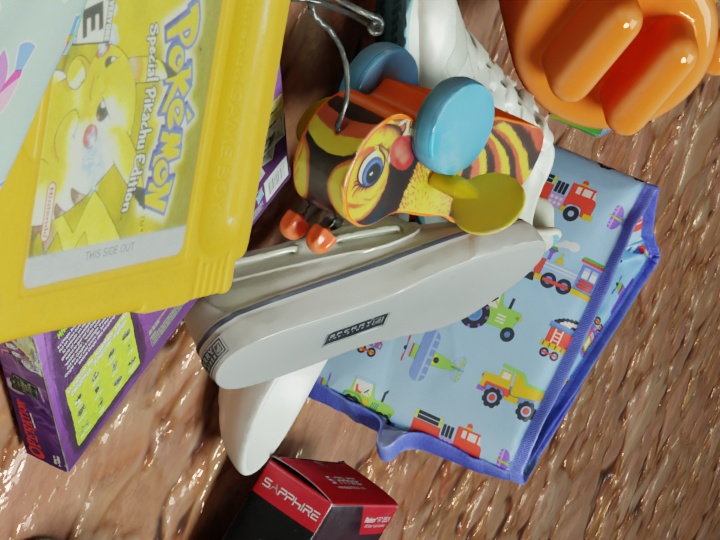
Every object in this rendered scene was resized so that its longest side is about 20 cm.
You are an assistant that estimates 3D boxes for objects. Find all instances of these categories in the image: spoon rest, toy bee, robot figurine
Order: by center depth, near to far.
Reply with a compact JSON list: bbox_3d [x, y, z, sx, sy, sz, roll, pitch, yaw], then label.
[{"bbox_3d":[0.005,-0.057,1.048,0.200,0.131,0.109,27,92,-34],"label":"toy bee"},{"bbox_3d":[-0.023,0.018,1.163,0.099,0.061,0.200,-12,123,-75],"label":"spoon rest"},{"bbox_3d":[0.136,-0.155,1.229,0.200,0.144,0.117,-96,180,-55],"label":"robot figurine"}]

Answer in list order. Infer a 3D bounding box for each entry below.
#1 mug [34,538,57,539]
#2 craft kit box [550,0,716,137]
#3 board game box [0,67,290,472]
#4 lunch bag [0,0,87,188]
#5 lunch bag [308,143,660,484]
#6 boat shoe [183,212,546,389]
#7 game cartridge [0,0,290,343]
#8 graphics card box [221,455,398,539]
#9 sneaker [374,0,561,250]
[{"bbox_3d":[-0.127,0.222,1.046,0.152,0.114,0.185,-64,160,-9],"label":"mug"},{"bbox_3d":[0.214,-0.209,1.556,0.200,0.048,0.198,-29,140,-60],"label":"craft kit box"},{"bbox_3d":[-0.095,-0.018,0.991,0.200,0.032,0.120,-55,161,-32],"label":"board game box"},{"bbox_3d":[-0.151,-0.102,0.680,0.200,0.077,0.160,-66,159,-2],"label":"lunch bag"},{"bbox_3d":[0.063,0.023,1.260,0.200,0.150,0.094,-59,159,-20],"label":"lunch bag"},{"bbox_3d":[0.000,0.000,1.101,0.200,0.066,0.072,-20,156,-24],"label":"boat shoe"},{"bbox_3d":[-0.093,-0.066,0.884,0.200,0.032,0.176,-13,117,-59],"label":"game cartridge"},{"bbox_3d":[-0.063,0.203,1.253,0.200,0.051,0.125,-58,162,4],"label":"graphics card box"},{"bbox_3d":[0.057,-0.085,1.168,0.077,0.081,0.200,-106,-179,-51],"label":"sneaker"}]
